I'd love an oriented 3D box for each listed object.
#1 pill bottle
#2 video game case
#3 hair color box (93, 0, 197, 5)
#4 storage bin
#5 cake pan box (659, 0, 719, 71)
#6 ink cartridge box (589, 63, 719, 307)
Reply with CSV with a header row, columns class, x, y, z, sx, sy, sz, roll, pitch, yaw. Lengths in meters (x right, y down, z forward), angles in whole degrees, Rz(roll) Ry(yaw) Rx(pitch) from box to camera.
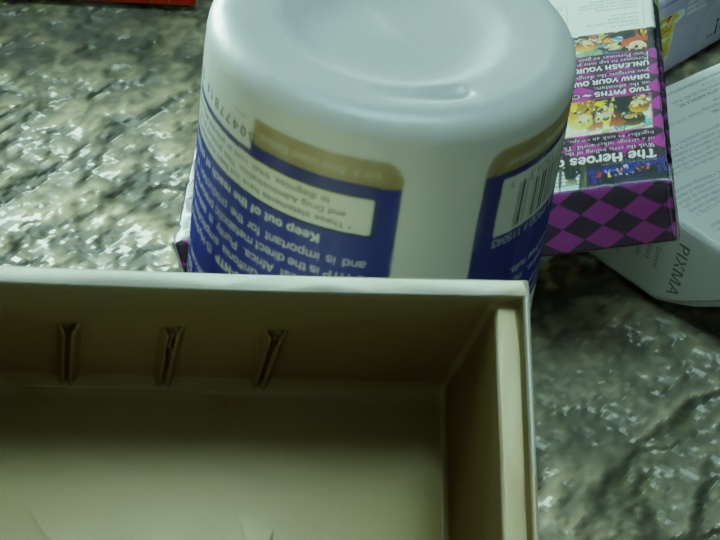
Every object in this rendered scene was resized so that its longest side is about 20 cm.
class,x,y,z,sx,sy,sz,roll,pitch,yaw
pill bottle,0.000,0.000,0.768,0.119,0.200,0.120,5,37,-4
video game case,0.030,-0.064,0.951,0.199,0.036,0.181,-7,35,9
hair color box,-0.178,-0.185,1.095,0.199,0.064,0.111,3,38,-9
storage bin,-0.056,0.108,0.640,0.199,0.094,0.199,2,71,-8
cake pan box,0.109,-0.177,1.149,0.200,0.052,0.184,31,40,27
ink cartridge box,0.201,-0.017,0.960,0.161,0.050,0.200,-24,49,-36
